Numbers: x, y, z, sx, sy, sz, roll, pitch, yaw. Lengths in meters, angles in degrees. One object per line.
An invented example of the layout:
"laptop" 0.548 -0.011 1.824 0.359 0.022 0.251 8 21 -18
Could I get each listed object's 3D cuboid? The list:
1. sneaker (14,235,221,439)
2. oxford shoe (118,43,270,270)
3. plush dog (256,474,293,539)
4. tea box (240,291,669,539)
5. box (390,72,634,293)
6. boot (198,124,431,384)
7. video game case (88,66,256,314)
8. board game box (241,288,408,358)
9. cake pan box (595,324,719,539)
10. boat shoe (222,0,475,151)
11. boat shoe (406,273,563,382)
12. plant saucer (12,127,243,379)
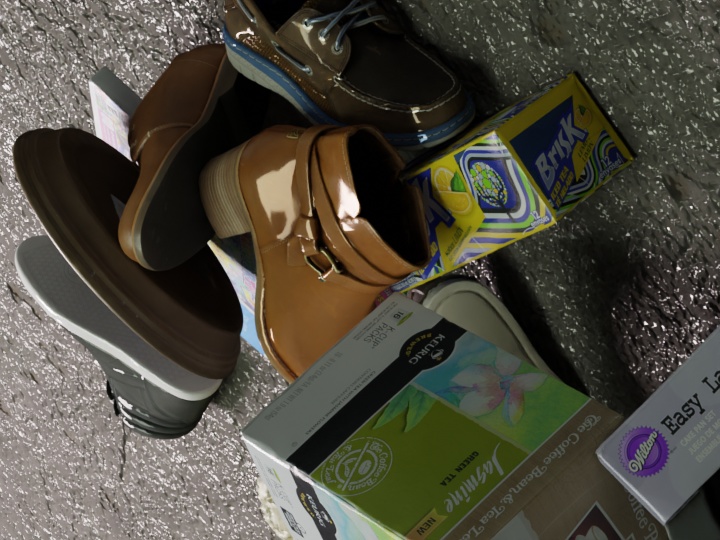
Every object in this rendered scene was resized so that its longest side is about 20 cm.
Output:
"sneaker" -0.194 0.059 2.033 0.200 0.071 0.099 37 144 16
"oxford shoe" -0.116 -0.069 1.629 0.071 0.200 0.072 2 129 18
"plush dog" 0.023 0.174 1.729 0.199 0.161 0.172 20 138 0
"tea box" 0.067 0.152 1.474 0.196 0.134 0.200 27 151 46
"box" 0.069 -0.047 1.535 0.064 0.070 0.200 55 151 -4
"boot" 0.000 0.000 1.556 0.155 0.077 0.201 -10 110 53
"video game case" -0.101 -0.035 1.734 0.200 0.018 0.143 42 161 16
"board game box" -0.030 0.021 1.787 0.200 0.040 0.153 40 150 20
"cake pan box" 0.244 0.093 1.325 0.184 0.200 0.052 47 180 12
"boat shoe" -0.016 -0.132 1.557 0.200 0.072 0.073 26 142 38
"boat shoe" 0.094 0.086 1.661 0.200 0.072 0.059 55 170 -19
"plant saucer" -0.140 -0.017 1.655 0.200 0.029 0.200 46 -166 -15
